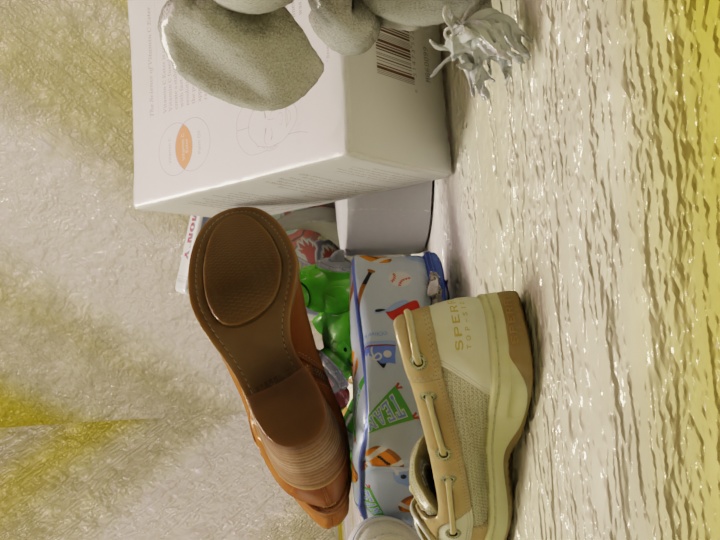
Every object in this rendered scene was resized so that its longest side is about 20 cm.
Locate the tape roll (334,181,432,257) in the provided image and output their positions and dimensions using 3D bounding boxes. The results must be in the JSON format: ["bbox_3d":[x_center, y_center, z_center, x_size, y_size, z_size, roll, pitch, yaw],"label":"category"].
[{"bbox_3d":[0.012,-0.113,0.828,0.200,0.065,0.203,178,90,-87],"label":"tape roll"}]

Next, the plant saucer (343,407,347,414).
[{"bbox_3d":[0.001,0.101,1.139,0.200,0.037,0.203,6,-90,-87],"label":"plant saucer"}]

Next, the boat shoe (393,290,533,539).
[{"bbox_3d":[0.044,0.090,0.529,0.202,0.062,0.074,92,174,-49],"label":"boat shoe"}]

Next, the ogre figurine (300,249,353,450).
[{"bbox_3d":[-0.025,0.072,0.821,0.201,0.120,0.098,54,172,-12],"label":"ogre figurine"}]

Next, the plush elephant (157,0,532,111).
[{"bbox_3d":[-0.021,-0.162,0.467,0.165,0.153,0.201,120,147,-42],"label":"plush elephant"}]

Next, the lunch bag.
[{"bbox_3d":[0.029,0.087,0.689,0.201,0.075,0.161,90,177,-48],"label":"lunch bag"}]

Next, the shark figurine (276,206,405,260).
[{"bbox_3d":[-0.006,-0.019,0.926,0.089,0.214,0.129,19,83,46],"label":"shark figurine"}]

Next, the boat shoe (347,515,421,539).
[{"bbox_3d":[0.040,0.224,0.568,0.086,0.074,0.204,107,152,-56],"label":"boat shoe"}]

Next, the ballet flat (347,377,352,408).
[{"bbox_3d":[0.014,0.111,0.974,0.200,0.062,0.068,153,114,-86],"label":"ballet flat"}]

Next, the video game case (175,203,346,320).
[{"bbox_3d":[-0.064,-0.052,0.950,0.023,0.199,0.184,9,86,49],"label":"video game case"}]

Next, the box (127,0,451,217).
[{"bbox_3d":[-0.052,-0.125,0.691,0.106,0.199,0.154,4,-99,-50],"label":"box"}]

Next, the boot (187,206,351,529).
[{"bbox_3d":[-0.058,0.070,0.704,0.155,0.073,0.201,78,175,-57],"label":"boot"}]
